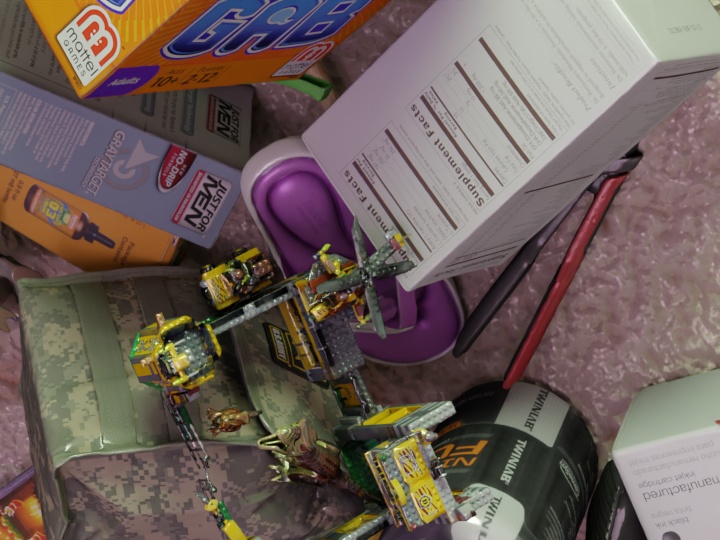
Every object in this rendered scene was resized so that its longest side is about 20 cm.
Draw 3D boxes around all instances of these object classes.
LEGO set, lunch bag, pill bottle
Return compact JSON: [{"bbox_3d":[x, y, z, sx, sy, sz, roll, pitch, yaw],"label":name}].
[{"bbox_3d":[-0.022,0.082,1.180,0.116,0.153,0.202,-11,96,63],"label":"LEGO set"},{"bbox_3d":[-0.093,0.081,1.317,0.198,0.165,0.118,-5,132,-13],"label":"lunch bag"},{"bbox_3d":[0.070,0.155,1.311,0.105,0.200,0.107,7,118,15],"label":"pill bottle"}]

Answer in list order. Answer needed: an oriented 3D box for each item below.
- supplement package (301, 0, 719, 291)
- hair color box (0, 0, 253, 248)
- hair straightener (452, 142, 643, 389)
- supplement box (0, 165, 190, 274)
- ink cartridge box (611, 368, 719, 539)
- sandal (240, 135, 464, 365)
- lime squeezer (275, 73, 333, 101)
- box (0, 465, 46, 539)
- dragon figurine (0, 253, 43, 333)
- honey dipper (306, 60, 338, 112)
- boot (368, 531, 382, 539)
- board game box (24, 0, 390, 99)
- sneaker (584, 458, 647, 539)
[{"bbox_3d":[0.085,-0.096,1.221,0.200,0.113,0.110,-42,75,30],"label":"supplement package"},{"bbox_3d":[-0.162,-0.096,1.297,0.199,0.099,0.061,22,122,-16],"label":"hair color box"},{"bbox_3d":[0.099,-0.027,1.306,0.077,0.041,0.201,29,120,4],"label":"hair straightener"},{"bbox_3d":[-0.192,-0.064,1.380,0.199,0.069,0.067,32,123,4],"label":"supplement box"},{"bbox_3d":[0.254,0.156,1.314,0.144,0.083,0.201,-17,107,26],"label":"ink cartridge box"},{"bbox_3d":[-0.006,0.004,1.305,0.082,0.050,0.203,-32,131,14],"label":"sandal"},{"bbox_3d":[-0.096,-0.151,1.304,0.200,0.038,0.071,49,156,15],"label":"lime squeezer"},{"bbox_3d":[-0.171,0.218,1.522,0.136,0.039,0.200,-35,99,30],"label":"box"},{"bbox_3d":[-0.262,-0.012,1.385,0.099,0.059,0.200,11,150,44],"label":"dragon figurine"},{"bbox_3d":[-0.015,-0.089,1.323,0.038,0.038,0.201,-16,112,25],"label":"honey dipper"},{"bbox_3d":[0.009,0.211,1.430,0.143,0.071,0.202,-32,87,22],"label":"boot"},{"bbox_3d":[-0.068,-0.230,1.144,0.199,0.199,0.201,-37,77,30],"label":"board game box"},{"bbox_3d":[0.179,0.204,1.380,0.088,0.074,0.202,0,116,3],"label":"sneaker"}]
